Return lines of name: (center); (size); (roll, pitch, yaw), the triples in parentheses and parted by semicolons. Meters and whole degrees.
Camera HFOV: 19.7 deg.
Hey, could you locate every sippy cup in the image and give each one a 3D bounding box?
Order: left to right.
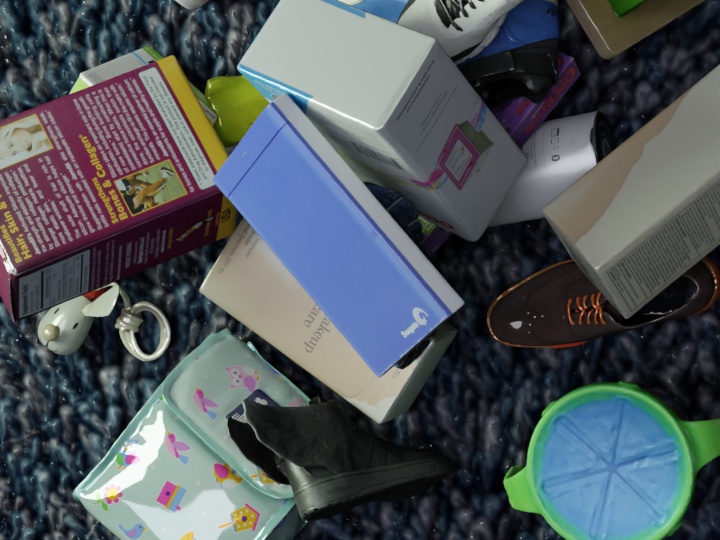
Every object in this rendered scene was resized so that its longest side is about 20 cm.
sippy cup: (0.215, 0.151, 1.684); (0.177, 0.130, 0.140); (19, 100, 16)

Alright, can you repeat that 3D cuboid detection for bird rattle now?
bird rattle: (-0.049, -0.140, 1.743); (0.113, 0.200, 0.163); (40, 144, 6)

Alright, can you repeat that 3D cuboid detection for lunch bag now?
lunch bag: (-0.120, 0.173, 1.810); (0.170, 0.122, 0.200); (40, 89, 15)

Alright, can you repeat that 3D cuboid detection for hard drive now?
hard drive: (-0.020, -0.023, 1.546); (0.200, 0.025, 0.132); (50, 148, 3)

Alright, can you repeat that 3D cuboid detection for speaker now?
speaker: (0.109, -0.077, 1.727); (0.199, 0.081, 0.081); (-10, 92, 19)

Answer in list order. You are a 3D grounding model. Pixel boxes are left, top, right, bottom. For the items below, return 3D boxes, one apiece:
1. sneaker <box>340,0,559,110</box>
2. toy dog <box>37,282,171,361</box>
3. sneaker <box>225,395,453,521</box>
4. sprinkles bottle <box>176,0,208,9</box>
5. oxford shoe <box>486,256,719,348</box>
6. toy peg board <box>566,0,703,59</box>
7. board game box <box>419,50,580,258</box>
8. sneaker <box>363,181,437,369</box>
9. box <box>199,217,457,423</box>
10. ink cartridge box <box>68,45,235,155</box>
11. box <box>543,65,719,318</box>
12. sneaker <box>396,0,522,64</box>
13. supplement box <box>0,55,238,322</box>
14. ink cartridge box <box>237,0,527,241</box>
sneaker: (0.060, -0.171, 1.649); (0.199, 0.077, 0.112); (-3, 77, 1)
toy dog: (-0.233, -0.013, 1.842); (0.132, 0.096, 0.201); (12, 98, 18)
sneaker: (-0.014, 0.147, 1.743); (0.060, 0.199, 0.104); (-41, 67, 44)
sprinkles bottle: (-0.088, -0.306, 1.781); (0.200, 0.068, 0.068); (-34, 84, 18)
oxford shoe: (0.193, 0.023, 1.710); (0.199, 0.073, 0.071); (-15, 90, 20)
toy peg board: (0.228, -0.302, 1.590); (0.200, 0.098, 0.199); (-32, 92, -22)
board game box: (0.074, -0.116, 1.701); (0.120, 0.032, 0.200); (32, 78, 39)
sneaker: (0.000, 0.000, 1.649); (0.085, 0.200, 0.077); (26, 59, 28)
box: (-0.027, 0.035, 1.784); (0.200, 0.078, 0.095); (34, 103, 13)
ink cartridge box: (-0.201, -0.096, 1.763); (0.148, 0.200, 0.076); (42, 124, 11)
box: (0.252, -0.066, 1.628); (0.200, 0.095, 0.078); (-39, 55, 0)
sneaker: (0.090, -0.217, 1.548); (0.200, 0.080, 0.074); (-39, 82, 31)
supplement box: (-0.211, -0.065, 1.657); (0.200, 0.103, 0.131); (-22, 70, -17)
ink cartridge box: (0.020, -0.117, 1.581); (0.144, 0.200, 0.085); (26, 79, 33)
